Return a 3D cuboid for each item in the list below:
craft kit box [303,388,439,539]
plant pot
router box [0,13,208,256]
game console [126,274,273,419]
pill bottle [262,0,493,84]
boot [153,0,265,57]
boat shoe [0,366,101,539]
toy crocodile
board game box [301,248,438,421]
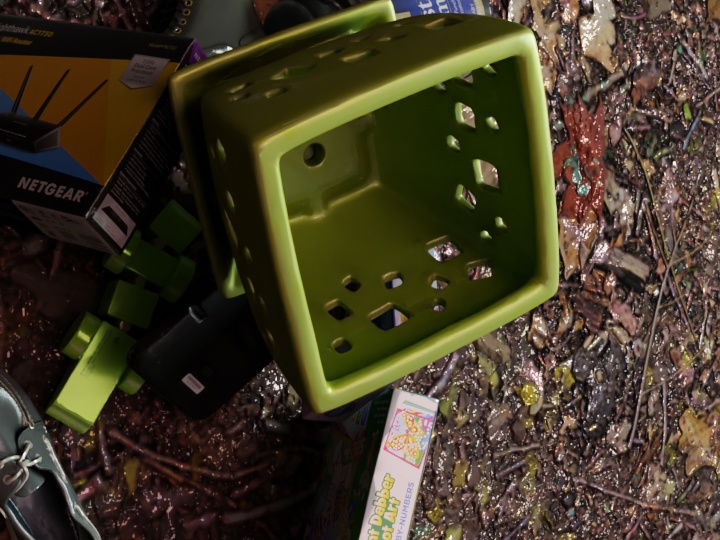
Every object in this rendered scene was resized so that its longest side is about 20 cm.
[{"bbox_3d":[-0.002,0.202,1.104,0.048,0.200,0.198,13,79,-12],"label":"craft kit box"},{"bbox_3d":[-0.006,-0.060,0.853,0.199,0.181,0.201,-25,124,-22],"label":"plant pot"},{"bbox_3d":[-0.213,-0.100,0.913,0.150,0.199,0.051,-63,145,-22],"label":"router box"},{"bbox_3d":[-0.119,0.006,1.042,0.176,0.116,0.200,-42,161,-6],"label":"game console"},{"bbox_3d":[0.015,-0.209,1.164,0.200,0.112,0.112,-19,103,-39],"label":"pill bottle"},{"bbox_3d":[-0.156,-0.196,1.052,0.200,0.077,0.139,-19,99,-52],"label":"boot"},{"bbox_3d":[-0.248,0.148,0.977,0.073,0.062,0.201,-34,112,-35],"label":"boat shoe"},{"bbox_3d":[-0.186,0.032,1.035,0.067,0.062,0.201,29,74,-19],"label":"toy crocodile"},{"bbox_3d":[0.000,0.000,1.064,0.041,0.200,0.201,6,65,-21],"label":"board game box"}]
